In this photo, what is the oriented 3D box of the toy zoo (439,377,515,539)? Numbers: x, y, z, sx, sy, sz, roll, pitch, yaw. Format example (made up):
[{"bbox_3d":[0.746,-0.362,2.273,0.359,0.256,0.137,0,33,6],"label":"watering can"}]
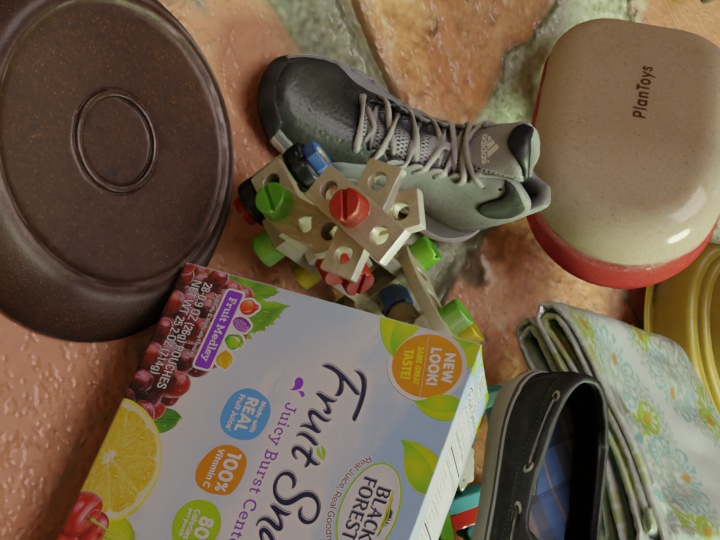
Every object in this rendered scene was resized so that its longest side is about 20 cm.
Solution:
[{"bbox_3d":[0.094,0.136,1.051,0.199,0.020,0.132,-14,96,-30],"label":"toy zoo"}]

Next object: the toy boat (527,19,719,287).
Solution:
[{"bbox_3d":[0.175,-0.064,1.130,0.131,0.130,0.201,94,10,-48],"label":"toy boat"}]

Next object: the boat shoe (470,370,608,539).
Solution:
[{"bbox_3d":[0.100,0.148,0.881,0.070,0.066,0.201,19,70,-28],"label":"boat shoe"}]

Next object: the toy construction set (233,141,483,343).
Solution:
[{"bbox_3d":[0.000,0.000,0.925,0.132,0.092,0.200,62,0,31],"label":"toy construction set"}]

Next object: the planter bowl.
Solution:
[{"bbox_3d":[0.294,0.062,1.240,0.200,0.083,0.202,23,59,-46],"label":"planter bowl"}]

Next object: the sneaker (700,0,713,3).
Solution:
[{"bbox_3d":[0.286,-0.292,1.315,0.107,0.074,0.200,55,41,-20],"label":"sneaker"}]

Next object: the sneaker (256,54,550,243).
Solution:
[{"bbox_3d":[0.041,-0.080,0.994,0.199,0.115,0.076,26,67,-42],"label":"sneaker"}]

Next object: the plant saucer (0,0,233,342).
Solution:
[{"bbox_3d":[-0.134,-0.064,0.871,0.199,0.034,0.202,7,80,-46],"label":"plant saucer"}]

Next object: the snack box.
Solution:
[{"bbox_3d":[-0.045,0.113,0.838,0.068,0.168,0.201,75,34,-60],"label":"snack box"}]

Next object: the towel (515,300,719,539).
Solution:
[{"bbox_3d":[0.181,0.109,1.026,0.199,0.048,0.172,19,45,-52],"label":"towel"}]
